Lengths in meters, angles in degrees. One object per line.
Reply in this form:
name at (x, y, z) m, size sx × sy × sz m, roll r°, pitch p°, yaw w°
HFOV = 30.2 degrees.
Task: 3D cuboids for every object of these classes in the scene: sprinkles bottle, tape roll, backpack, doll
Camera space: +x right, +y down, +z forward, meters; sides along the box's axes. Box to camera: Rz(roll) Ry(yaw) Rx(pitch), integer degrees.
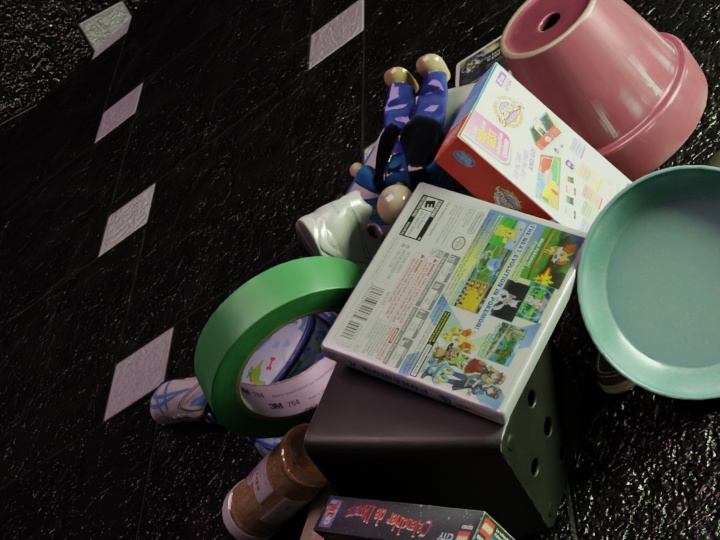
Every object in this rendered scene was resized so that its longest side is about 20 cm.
sprinkles bottle at (-0.084, 0.224, 1.388) m, size 0.200 × 0.068 × 0.069 m, roll -49°, pitch 15°, yaw 54°
tape roll at (-0.063, 0.077, 1.302) m, size 0.200 × 0.200 × 0.048 m, roll -41°, pitch 52°, yaw 7°
backpack at (-0.063, 0.127, 1.481) m, size 0.184 × 0.147 × 0.199 m, roll -54°, pitch 34°, yaw -9°
doll at (0.045, -0.123, 1.339) m, size 0.135 × 0.049 × 0.202 m, roll -17°, pitch 46°, yaw 28°

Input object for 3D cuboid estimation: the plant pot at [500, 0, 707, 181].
plant pot at (0.254, -0.218, 1.468) m, size 0.199 × 0.179 × 0.201 m, roll -32°, pitch 31°, yaw 22°

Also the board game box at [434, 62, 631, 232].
board game box at (0.177, -0.093, 1.305) m, size 0.040 × 0.199 × 0.154 m, roll -43°, pitch 10°, yaw 39°

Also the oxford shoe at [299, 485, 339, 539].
oxford shoe at (-0.014, 0.222, 1.375) m, size 0.073 × 0.071 × 0.201 m, roll -8°, pitch 46°, yaw 51°

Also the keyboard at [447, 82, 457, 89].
keyboard at (0.078, -0.114, 1.533) m, size 0.040 × 0.103 × 0.202 m, roll -69°, pitch 1°, yaw -75°

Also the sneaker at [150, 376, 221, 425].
sneaker at (-0.206, 0.169, 1.703) m, size 0.199 × 0.071 × 0.073 m, roll -26°, pitch 60°, yaw 44°

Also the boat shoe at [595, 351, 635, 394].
boat shoe at (0.262, 0.022, 1.269) m, size 0.071 × 0.065 × 0.201 m, roll -5°, pitch 48°, yaw 50°

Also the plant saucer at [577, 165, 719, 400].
plant saucer at (0.288, 0.011, 1.165) m, size 0.200 × 0.200 × 0.036 m, roll -42°, pitch -8°, yaw 6°

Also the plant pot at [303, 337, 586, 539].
plant pot at (0.093, 0.139, 1.225) m, size 0.175 × 0.200 × 0.201 m, roll 0°, pitch 50°, yaw 34°

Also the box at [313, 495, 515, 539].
box at (0.069, 0.253, 1.155) m, size 0.199 × 0.137 × 0.038 m, roll -5°, pitch 47°, yaw 49°

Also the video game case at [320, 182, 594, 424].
video game case at (0.088, 0.023, 1.186) m, size 0.180 × 0.022 × 0.201 m, roll 18°, pitch 60°, yaw 25°

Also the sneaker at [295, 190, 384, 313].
sneaker at (0.000, 0.000, 1.369) m, size 0.080 × 0.201 × 0.070 m, roll -36°, pitch 52°, yaw -11°

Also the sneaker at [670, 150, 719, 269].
sneaker at (0.324, -0.068, 1.250) m, size 0.074 × 0.115 × 0.202 m, roll -20°, pitch 38°, yaw 37°

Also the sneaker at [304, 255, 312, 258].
sneaker at (0.008, 0.021, 1.499) m, size 0.074 × 0.198 × 0.080 m, roll 44°, pitch 124°, yaw 42°

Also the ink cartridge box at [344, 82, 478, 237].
ink cartridge box at (0.117, -0.073, 1.442) m, size 0.145 × 0.200 × 0.148 m, roll -4°, pitch 49°, yaw 52°

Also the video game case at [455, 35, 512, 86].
video game case at (0.207, -0.264, 1.754) m, size 0.199 × 0.023 × 0.183 m, roll -30°, pitch 33°, yaw 29°
